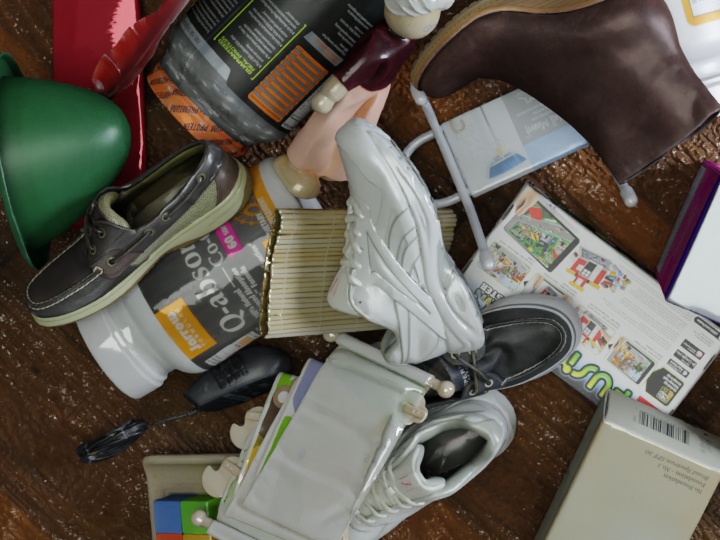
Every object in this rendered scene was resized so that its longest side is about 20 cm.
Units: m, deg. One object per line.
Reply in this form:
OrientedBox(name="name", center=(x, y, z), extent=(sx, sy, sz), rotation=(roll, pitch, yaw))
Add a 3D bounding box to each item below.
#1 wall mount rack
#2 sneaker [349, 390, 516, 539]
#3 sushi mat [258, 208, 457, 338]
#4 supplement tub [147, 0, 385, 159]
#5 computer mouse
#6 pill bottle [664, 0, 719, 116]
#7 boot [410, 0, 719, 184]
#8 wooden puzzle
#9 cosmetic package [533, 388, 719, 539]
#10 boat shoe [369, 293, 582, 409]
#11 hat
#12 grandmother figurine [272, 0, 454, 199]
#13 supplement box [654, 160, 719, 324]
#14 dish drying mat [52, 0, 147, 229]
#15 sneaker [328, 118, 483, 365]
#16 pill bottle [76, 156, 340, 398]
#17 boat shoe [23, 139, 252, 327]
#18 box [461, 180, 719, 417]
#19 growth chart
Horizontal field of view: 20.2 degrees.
OrientedBox(name="wall mount rack", center=(0.124, -0.090, 1.540), extent=(0.199, 0.075, 0.174), rotation=(-25, 69, 6))
OrientedBox(name="sneaker", center=(0.030, 0.160, 1.584), extent=(0.200, 0.099, 0.078), rotation=(-37, 91, 8))
OrientedBox(name="sushi mat", center=(0.000, 0.000, 1.539), extent=(0.012, 0.200, 0.096), rotation=(15, 102, 42))
OrientedBox(name="supplement tub", center=(-0.061, -0.184, 1.546), extent=(0.200, 0.123, 0.123), rotation=(-43, 90, 8))
OrientedBox(name="computer mouse", center=(-0.145, 0.105, 1.624), extent=(0.199, 0.059, 0.034), rotation=(-24, 75, 12))
OrientedBox(name="pill bottle", center=(0.228, -0.210, 1.518), extent=(0.111, 0.111, 0.201), rotation=(-15, 94, 7))
OrientedBox(name="boot", center=(0.145, -0.133, 1.474), extent=(0.200, 0.072, 0.167), rotation=(-33, 82, 27))
OrientedBox(name="wooden puzzle", center=(-0.092, 0.245, 1.602), extent=(0.185, 0.046, 0.201), rotation=(-3, 98, 29))
OrientedBox(name="cosmetic package", center=(0.194, 0.206, 1.566), extent=(0.103, 0.073, 0.201), rotation=(23, 109, 2))
OrientedBox(name="boat shoe", center=(0.074, 0.072, 1.562), extent=(0.199, 0.066, 0.070), rotation=(-12, 108, 22))
OrientedBox(name="hat", center=(-0.180, -0.101, 1.536), extent=(0.175, 0.200, 0.166), rotation=(-9, 65, 2))
OrientedBox(name="grandmother figurine", center=(0.008, -0.146, 1.489), extent=(0.060, 0.121, 0.200), rotation=(34, 127, 0))
OrientedBox(name="supplement box", center=(0.285, -0.014, 1.489), extent=(0.101, 0.200, 0.104), rotation=(24, 99, 4))
OrientedBox(name="dish drying mat", center=(-0.208, -0.133, 1.619), extent=(0.076, 0.018, 0.201), rotation=(0, 97, 10))
OrientedBox(name="sneaker", center=(0.015, -0.012, 1.474), extent=(0.099, 0.078, 0.201), rotation=(-24, 109, 1))
OrientedBox(name="pill bottle", center=(-0.117, 0.009, 1.575), extent=(0.200, 0.116, 0.117), rotation=(-33, 92, 8))
OrientedBox(name="boat shoe", center=(-0.178, -0.034, 1.519), extent=(0.200, 0.073, 0.065), rotation=(-36, 133, 5))
OrientedBox(name="box", center=(0.179, 0.032, 1.587), extent=(0.200, 0.035, 0.110), rotation=(37, 98, 1))
OrientedBox(name="growth chart", center=(-0.036, 0.137, 1.546), extent=(0.144, 0.018, 0.200), rotation=(31, 84, 33))
